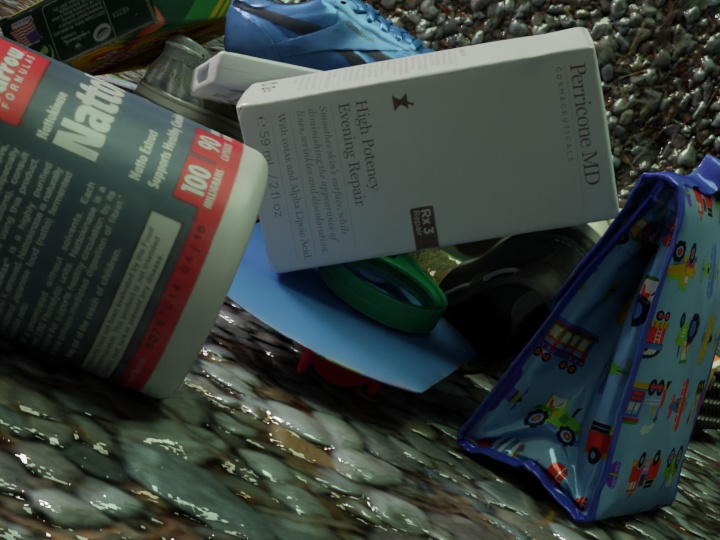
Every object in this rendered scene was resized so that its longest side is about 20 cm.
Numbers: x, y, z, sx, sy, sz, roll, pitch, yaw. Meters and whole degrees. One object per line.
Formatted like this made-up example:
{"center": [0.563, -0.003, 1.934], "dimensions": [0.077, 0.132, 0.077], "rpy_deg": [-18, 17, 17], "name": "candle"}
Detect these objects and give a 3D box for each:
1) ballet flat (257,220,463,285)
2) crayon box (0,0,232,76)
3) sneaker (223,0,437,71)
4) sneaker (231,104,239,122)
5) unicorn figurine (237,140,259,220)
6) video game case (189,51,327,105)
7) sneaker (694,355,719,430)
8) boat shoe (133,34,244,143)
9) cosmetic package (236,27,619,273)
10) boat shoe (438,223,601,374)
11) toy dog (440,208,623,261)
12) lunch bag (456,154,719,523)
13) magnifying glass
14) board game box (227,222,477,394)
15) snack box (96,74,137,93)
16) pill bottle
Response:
{"center": [0.000, 0.000, 1.109], "dimensions": [0.199, 0.071, 0.071], "rpy_deg": [30, 10, 20], "name": "ballet flat"}
{"center": [-0.154, -0.188, 1.192], "dimensions": [0.126, 0.051, 0.200], "rpy_deg": [-19, 3, 27], "name": "crayon box"}
{"center": [0.001, -0.161, 1.137], "dimensions": [0.199, 0.079, 0.066], "rpy_deg": [12, 6, 6], "name": "sneaker"}
{"center": [-0.026, -0.107, 1.204], "dimensions": [0.200, 0.081, 0.075], "rpy_deg": [21, 40, -59], "name": "sneaker"}
{"center": [-0.129, -0.057, 1.053], "dimensions": [0.137, 0.074, 0.200], "rpy_deg": [23, 29, 5], "name": "unicorn figurine"}
{"center": [-0.005, -0.106, 1.038], "dimensions": [0.199, 0.024, 0.182], "rpy_deg": [10, 2, -11], "name": "video game case"}
{"center": [0.220, 0.083, 1.238], "dimensions": [0.090, 0.070, 0.200], "rpy_deg": [14, 0, 36], "name": "sneaker"}
{"center": [-0.109, -0.140, 1.221], "dimensions": [0.074, 0.065, 0.202], "rpy_deg": [29, 11, 14], "name": "boat shoe"}
{"center": [0.039, -0.068, 0.908], "dimensions": [0.199, 0.102, 0.074], "rpy_deg": [-10, 16, 6], "name": "cosmetic package"}
{"center": [0.080, 0.027, 0.986], "dimensions": [0.067, 0.057, 0.200], "rpy_deg": [40, -31, -2], "name": "boat shoe"}
{"center": [0.078, -0.019, 1.169], "dimensions": [0.199, 0.140, 0.194], "rpy_deg": [22, 0, 16], "name": "toy dog"}
{"center": [0.160, 0.030, 0.908], "dimensions": [0.094, 0.201, 0.150], "rpy_deg": [30, 10, 26], "name": "lunch bag"}
{"center": [0.011, -0.010, 1.004], "dimensions": [0.079, 0.022, 0.200], "rpy_deg": [25, 18, -11], "name": "magnifying glass"}
{"center": [-0.022, 0.033, 0.927], "dimensions": [0.157, 0.039, 0.200], "rpy_deg": [32, 16, 12], "name": "board game box"}
{"center": [-0.150, -0.093, 1.222], "dimensions": [0.142, 0.053, 0.200], "rpy_deg": [21, 11, -33], "name": "snack box"}
{"center": [-0.151, -0.035, 0.696], "dimensions": [0.199, 0.120, 0.120], "rpy_deg": [23, 9, -11], "name": "pill bottle"}
